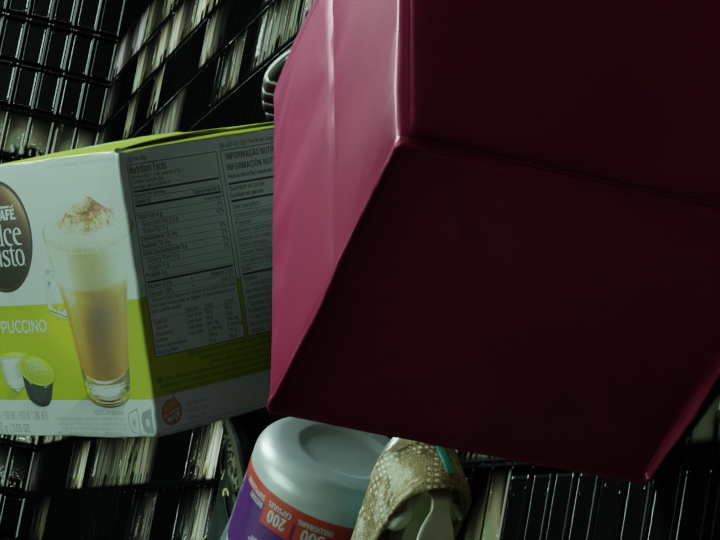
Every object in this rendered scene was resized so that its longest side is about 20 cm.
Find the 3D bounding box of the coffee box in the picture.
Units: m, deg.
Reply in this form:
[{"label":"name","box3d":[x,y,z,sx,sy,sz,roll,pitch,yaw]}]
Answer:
[{"label":"coffee box","box3d":[-0.145,0.003,1.667,0.200,0.200,0.198,-3,97,46]}]

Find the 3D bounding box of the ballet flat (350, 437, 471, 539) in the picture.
[{"label":"ballet flat","box3d":[0.017,0.192,1.374,0.065,0.070,0.200,45,126,57]}]

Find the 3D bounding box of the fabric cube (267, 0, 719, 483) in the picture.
[{"label":"fabric cube","box3d":[0.075,-0.051,1.069,0.200,0.196,0.200,118,160,-47]}]

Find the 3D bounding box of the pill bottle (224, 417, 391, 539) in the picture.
[{"label":"pill bottle","box3d":[-0.037,0.200,1.479,0.112,0.112,0.200,-107,32,-64]}]

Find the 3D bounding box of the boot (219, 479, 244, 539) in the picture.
[{"label":"boot","box3d":[-0.049,0.196,1.624,0.200,0.073,0.096,-56,-35,-22]}]

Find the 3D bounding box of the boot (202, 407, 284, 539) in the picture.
[{"label":"boot","box3d":[-0.087,0.178,1.801,0.200,0.073,0.151,-104,29,-50]}]

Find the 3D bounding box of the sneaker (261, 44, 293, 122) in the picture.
[{"label":"sneaker","box3d":[-0.038,-0.166,1.870,0.200,0.076,0.116,112,170,-63]}]
